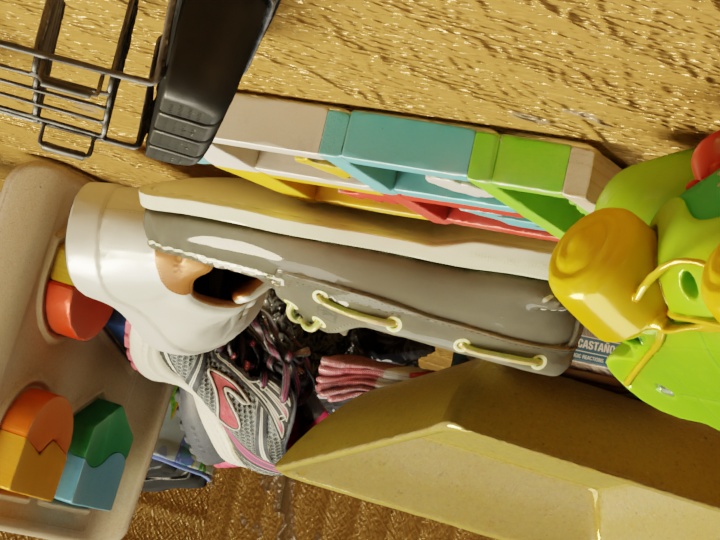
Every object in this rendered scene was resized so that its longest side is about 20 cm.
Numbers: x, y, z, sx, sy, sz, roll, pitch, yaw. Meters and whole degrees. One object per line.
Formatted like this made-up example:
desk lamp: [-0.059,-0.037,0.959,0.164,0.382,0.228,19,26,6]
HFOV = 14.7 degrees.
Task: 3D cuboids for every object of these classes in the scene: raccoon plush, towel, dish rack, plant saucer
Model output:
raccoon plush: [0.006,0.030,1.635,0.200,0.134,0.097,-32,128,33]
towel: [0.080,0.073,1.475,0.199,0.023,0.144,11,-179,7]
dish rack: [-0.129,-0.081,0.859,0.199,0.055,0.153,14,172,-5]
plant saucer: [0.087,0.091,1.336,0.199,0.049,0.200,19,163,-22]

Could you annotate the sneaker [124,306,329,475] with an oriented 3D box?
sneaker: [-0.067,0.042,1.504,0.074,0.081,0.200,10,152,26]

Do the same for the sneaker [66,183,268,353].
sneaker: [-0.067,0.003,1.333,0.084,0.073,0.200,3,175,16]

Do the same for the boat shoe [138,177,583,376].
boat shoe: [0.000,0.001,1.202,0.201,0.061,0.072,10,-164,5]

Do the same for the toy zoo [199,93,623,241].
toy zoo: [0.016,-0.039,1.099,0.199,0.021,0.131,10,174,23]

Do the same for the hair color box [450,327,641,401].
hair color box: [0.102,0.025,1.333,0.099,0.061,0.200,12,173,-1]

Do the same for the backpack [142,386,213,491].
backpack: [-0.179,0.050,1.705,0.199,0.148,0.183,13,174,22]

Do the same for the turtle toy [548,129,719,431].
turtle toy: [0.139,0.008,0.902,0.146,0.101,0.200,42,162,-29]

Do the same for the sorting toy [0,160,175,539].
sorting toy: [-0.147,0.051,1.462,0.036,0.186,0.200,16,176,26]
